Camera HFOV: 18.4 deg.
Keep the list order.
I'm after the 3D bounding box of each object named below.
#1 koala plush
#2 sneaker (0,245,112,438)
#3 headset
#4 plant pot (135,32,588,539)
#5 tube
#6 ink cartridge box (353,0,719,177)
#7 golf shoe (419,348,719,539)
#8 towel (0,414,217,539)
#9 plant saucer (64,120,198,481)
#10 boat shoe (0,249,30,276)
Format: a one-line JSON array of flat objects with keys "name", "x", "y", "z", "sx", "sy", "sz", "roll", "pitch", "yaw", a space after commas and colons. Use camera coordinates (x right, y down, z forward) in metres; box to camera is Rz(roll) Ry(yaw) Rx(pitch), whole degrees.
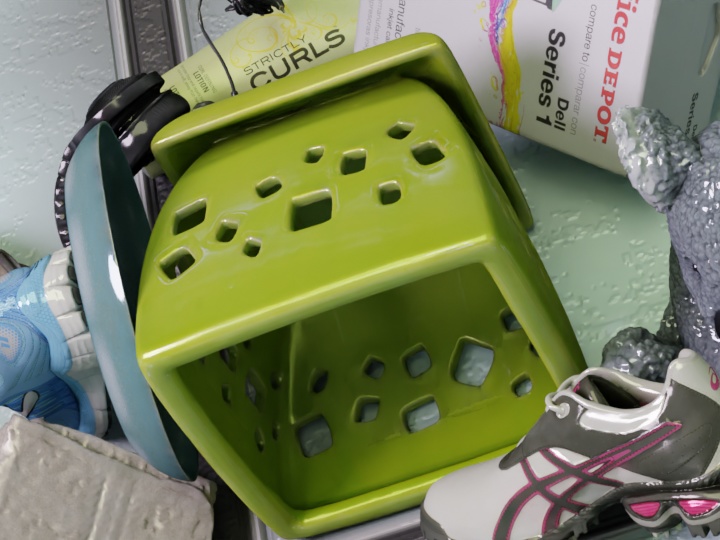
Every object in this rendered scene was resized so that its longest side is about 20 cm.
[{"name": "koala plush", "x": 0.206, "y": -0.014, "z": 1.104, "sx": 0.177, "sy": 0.200, "sz": 0.184, "roll": 13, "pitch": 68, "yaw": 28}, {"name": "sneaker", "x": -0.189, "y": 0.045, "z": 1.235, "sx": 0.090, "sy": 0.200, "sz": 0.079, "roll": -11, "pitch": 67, "yaw": -7}, {"name": "headset", "x": -0.103, "y": -0.076, "z": 1.320, "sx": 0.123, "sy": 0.094, "sz": 0.201, "roll": 24, "pitch": 103, "yaw": 5}, {"name": "plant pot", "x": 0.000, "y": 0.000, "z": 1.189, "sx": 0.198, "sy": 0.200, "sz": 0.182, "roll": -19, "pitch": 51, "yaw": 12}, {"name": "tube", "x": -0.060, "y": -0.131, "z": 1.370, "sx": 0.200, "sy": 0.058, "sz": 0.052, "roll": -31, "pitch": 22, "yaw": -1}, {"name": "ink cartridge box", "x": 0.103, "y": -0.157, "z": 1.253, "sx": 0.200, "sy": 0.145, "sz": 0.084, "roll": 25, "pitch": 31, "yaw": 31}, {"name": "golf shoe", "x": 0.110, "y": 0.092, "z": 1.129, "sx": 0.199, "sy": 0.088, "sz": 0.077, "roll": -14, "pitch": 16, "yaw": 34}, {"name": "towel", "x": -0.161, "y": 0.186, "z": 1.198, "sx": 0.132, "sy": 0.034, "sz": 0.201, "roll": 22, "pitch": 68, "yaw": -12}, {"name": "plant saucer", "x": -0.125, "y": 0.020, "z": 1.201, "sx": 0.027, "sy": 0.200, "sz": 0.201, "roll": -15, "pitch": 57, "yaw": 1}, {"name": "boat shoe", "x": -0.255, "y": 0.001, "z": 1.365, "sx": 0.199, "sy": 0.065, "sz": 0.073, "roll": 16, "pitch": 71, "yaw": 30}]
